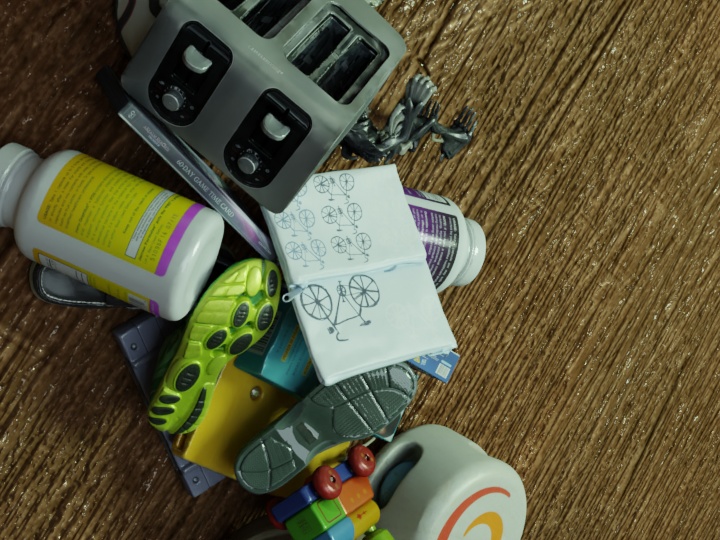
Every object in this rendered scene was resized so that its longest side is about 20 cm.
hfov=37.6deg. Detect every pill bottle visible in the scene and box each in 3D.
[{"bbox_3d":[0.036,-0.035,1.139,0.199,0.112,0.113,11,94,-34],"label":"pill bottle"},{"bbox_3d":[-0.228,-0.040,0.925,0.199,0.104,0.105,24,86,3],"label":"pill bottle"}]

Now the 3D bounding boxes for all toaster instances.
[{"bbox_3d":[-0.074,-0.178,0.920,0.181,0.119,0.200,40,46,-6],"label":"toaster"}]

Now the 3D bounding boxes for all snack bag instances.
[{"bbox_3d":[0.000,0.000,1.004,0.188,0.021,0.202,-10,79,-43],"label":"snack bag"}]

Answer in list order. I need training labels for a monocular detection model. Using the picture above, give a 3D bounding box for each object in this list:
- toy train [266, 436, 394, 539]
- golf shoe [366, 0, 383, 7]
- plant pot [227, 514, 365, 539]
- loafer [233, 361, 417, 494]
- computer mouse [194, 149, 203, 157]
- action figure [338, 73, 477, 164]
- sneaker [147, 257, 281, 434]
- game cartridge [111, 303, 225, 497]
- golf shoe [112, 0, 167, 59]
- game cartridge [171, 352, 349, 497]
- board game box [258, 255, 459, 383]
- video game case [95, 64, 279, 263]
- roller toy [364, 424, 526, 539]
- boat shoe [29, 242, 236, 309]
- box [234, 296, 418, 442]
[{"bbox_3d":[0.001,0.246,1.090,0.116,0.084,0.200,58,29,9],"label":"toy train"},{"bbox_3d":[-0.008,-0.309,1.076,0.200,0.078,0.098,-40,113,-39],"label":"golf shoe"},{"bbox_3d":[-0.069,0.371,1.071,0.198,0.174,0.202,0,104,2],"label":"plant pot"},{"bbox_3d":[-0.038,0.143,1.041,0.199,0.063,0.072,-31,102,0],"label":"loafer"},{"bbox_3d":[-0.086,-0.167,1.077,0.199,0.034,0.059,-33,114,-27],"label":"computer mouse"},{"bbox_3d":[0.027,-0.163,1.099,0.199,0.118,0.103,-5,115,-49],"label":"action figure"},{"bbox_3d":[-0.147,0.060,0.991,0.074,0.084,0.201,23,114,-32],"label":"sneaker"},{"bbox_3d":[-0.159,0.118,1.092,0.129,0.038,0.201,-29,114,-21],"label":"game cartridge"},{"bbox_3d":[-0.181,-0.266,0.961,0.077,0.088,0.202,-7,104,-24],"label":"golf shoe"},{"bbox_3d":[-0.083,0.143,1.112,0.200,0.032,0.177,33,76,-40],"label":"game cartridge"},{"bbox_3d":[-0.007,0.050,1.115,0.199,0.135,0.035,32,82,-34],"label":"board game box"},{"bbox_3d":[-0.160,-0.099,0.980,0.019,0.143,0.200,-42,121,0],"label":"video game case"},{"bbox_3d":[0.089,0.278,1.223,0.199,0.139,0.184,-10,114,-38],"label":"roller toy"},{"bbox_3d":[-0.208,0.001,1.002,0.198,0.065,0.073,-1,97,-23],"label":"boat shoe"},{"bbox_3d":[-0.031,0.104,1.097,0.199,0.049,0.083,33,77,-39],"label":"box"}]
